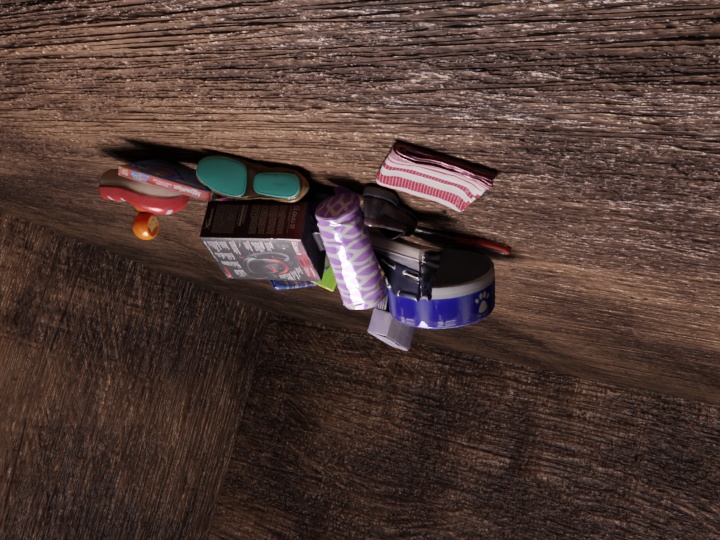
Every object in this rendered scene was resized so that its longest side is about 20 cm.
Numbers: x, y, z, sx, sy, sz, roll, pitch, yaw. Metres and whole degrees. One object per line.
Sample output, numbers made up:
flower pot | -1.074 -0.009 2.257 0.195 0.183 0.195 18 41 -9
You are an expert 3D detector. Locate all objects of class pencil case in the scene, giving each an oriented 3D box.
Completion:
pencil case | -0.012 -0.030 1.500 0.083 0.086 0.202 -1 126 23

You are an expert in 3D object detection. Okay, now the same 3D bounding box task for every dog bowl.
dog bowl | 0.146 0.030 1.653 0.197 0.080 0.201 -5 -160 2

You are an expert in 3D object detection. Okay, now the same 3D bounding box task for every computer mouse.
computer mouse | -0.112 -0.096 1.548 0.197 0.034 0.059 -11 128 21

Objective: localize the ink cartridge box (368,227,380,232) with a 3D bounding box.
ink cartridge box | -0.066 -0.081 1.750 0.161 0.051 0.199 21 167 -32

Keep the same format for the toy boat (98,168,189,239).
toy boat | -0.400 -0.123 1.700 0.129 0.133 0.199 -9 -169 -38

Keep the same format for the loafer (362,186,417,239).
loafer | 0.042 -0.081 1.502 0.071 0.064 0.200 11 171 20

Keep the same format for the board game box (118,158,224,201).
board game box | -0.310 -0.158 1.580 0.198 0.020 0.103 18 -160 26

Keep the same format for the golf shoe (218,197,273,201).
golf shoe | -0.152 -0.123 1.620 0.197 0.076 0.092 2 -153 6

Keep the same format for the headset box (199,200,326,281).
headset box | -0.150 -0.048 1.540 0.197 0.076 0.149 2 152 14

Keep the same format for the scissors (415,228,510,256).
scissors | 0.167 -0.058 1.612 0.197 0.014 0.073 17 174 -3

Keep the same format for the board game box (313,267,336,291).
board game box | -0.125 -0.043 1.781 0.198 0.097 0.030 25 175 -5

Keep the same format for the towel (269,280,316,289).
towel | -0.120 -0.022 1.845 0.198 0.024 0.145 -8 -136 -36

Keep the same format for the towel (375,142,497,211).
towel | 0.098 -0.125 1.269 0.142 0.023 0.200 17 172 -4

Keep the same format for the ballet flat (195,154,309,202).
ballet flat | -0.171 -0.148 1.499 0.197 0.069 0.072 8 -177 18

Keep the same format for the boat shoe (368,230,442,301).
boat shoe | 0.052 -0.009 1.560 0.074 0.094 0.199 0 -166 -39

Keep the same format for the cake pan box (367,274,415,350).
cake pan box | 0.085 0.067 1.967 0.052 0.187 0.200 12 172 20

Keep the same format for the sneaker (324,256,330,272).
sneaker | -0.143 -0.052 1.728 0.198 0.091 0.067 25 -176 1
